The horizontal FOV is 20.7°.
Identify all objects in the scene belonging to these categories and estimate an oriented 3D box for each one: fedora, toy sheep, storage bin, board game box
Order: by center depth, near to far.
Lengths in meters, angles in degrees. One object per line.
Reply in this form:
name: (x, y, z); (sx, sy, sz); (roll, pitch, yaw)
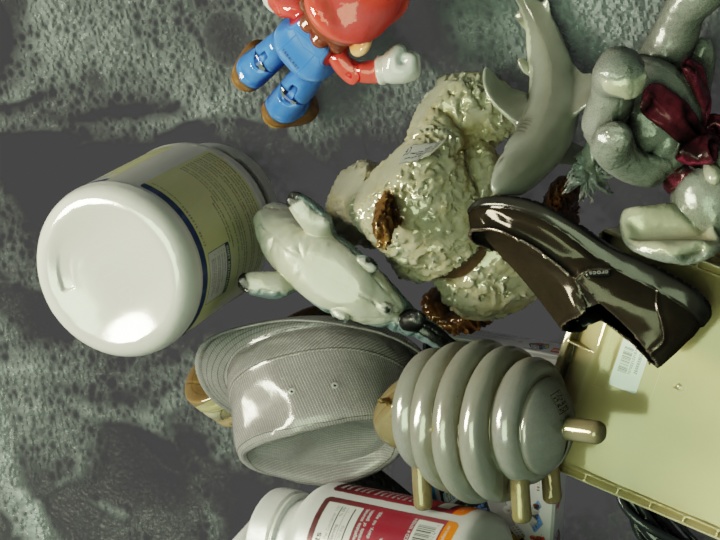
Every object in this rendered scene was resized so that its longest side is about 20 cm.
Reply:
toy sheep: (0.097, 0.118, 1.500); (0.200, 0.138, 0.138); (2, 108, 30)
storage bin: (0.258, 0.085, 1.529); (0.198, 0.094, 0.200); (22, 104, 20)
fedora: (-0.038, 0.117, 1.617); (0.200, 0.090, 0.177); (-3, 143, 3)
board game box: (0.112, 0.151, 1.669); (0.126, 0.035, 0.200); (10, 111, 21)

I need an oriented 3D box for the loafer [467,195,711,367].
loafer: (0.159, 0.008, 1.464); (0.200, 0.073, 0.071); (27, 81, 19)

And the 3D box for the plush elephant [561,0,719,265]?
plush elephant: (0.247, -0.090, 1.467); (0.155, 0.165, 0.200); (34, 135, 15)

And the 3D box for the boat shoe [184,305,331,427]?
boat shoe: (-0.054, 0.084, 1.708); (0.200, 0.071, 0.065); (-19, 134, 26)

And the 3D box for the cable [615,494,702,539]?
cable: (0.301, 0.186, 1.592); (0.200, 0.051, 0.163); (49, 120, 3)

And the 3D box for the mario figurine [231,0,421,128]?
mario figurine: (-0.018, -0.194, 1.581); (0.123, 0.106, 0.200); (22, 149, -22)

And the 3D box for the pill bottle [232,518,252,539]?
pill bottle: (-0.043, 0.315, 1.745); (0.200, 0.112, 0.112); (40, 117, 7)

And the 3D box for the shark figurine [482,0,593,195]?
shark figurine: (0.150, -0.162, 1.523); (0.089, 0.128, 0.215); (-20, 71, 48)

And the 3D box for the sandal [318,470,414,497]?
sandal: (0.048, 0.237, 1.676); (0.200, 0.075, 0.048); (44, 156, 5)

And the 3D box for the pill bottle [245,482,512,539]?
pill bottle: (0.013, 0.231, 1.574); (0.200, 0.113, 0.113); (8, 110, 31)

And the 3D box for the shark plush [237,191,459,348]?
shark plush: (0.000, 0.000, 1.571); (0.200, 0.083, 0.091); (22, 99, 12)

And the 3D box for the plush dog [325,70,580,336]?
plush dog: (0.082, -0.032, 1.575); (0.172, 0.161, 0.200); (36, 120, -19)

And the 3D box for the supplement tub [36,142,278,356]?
supplement tub: (-0.161, -0.024, 1.634); (0.145, 0.200, 0.145); (7, 109, 21)
